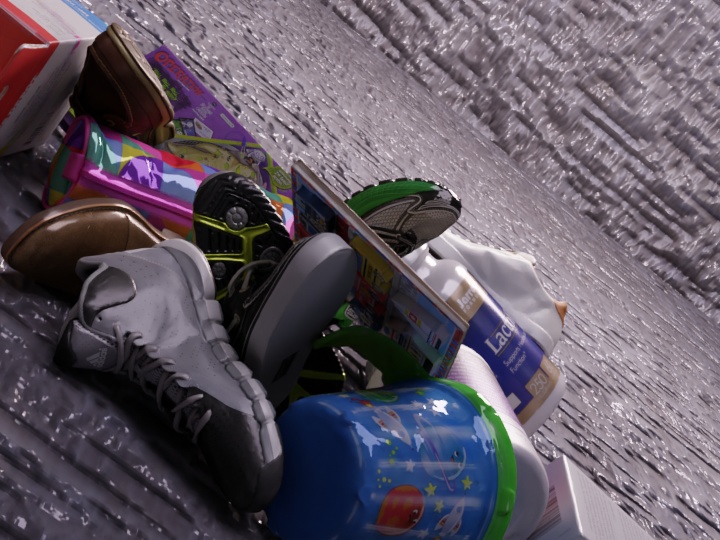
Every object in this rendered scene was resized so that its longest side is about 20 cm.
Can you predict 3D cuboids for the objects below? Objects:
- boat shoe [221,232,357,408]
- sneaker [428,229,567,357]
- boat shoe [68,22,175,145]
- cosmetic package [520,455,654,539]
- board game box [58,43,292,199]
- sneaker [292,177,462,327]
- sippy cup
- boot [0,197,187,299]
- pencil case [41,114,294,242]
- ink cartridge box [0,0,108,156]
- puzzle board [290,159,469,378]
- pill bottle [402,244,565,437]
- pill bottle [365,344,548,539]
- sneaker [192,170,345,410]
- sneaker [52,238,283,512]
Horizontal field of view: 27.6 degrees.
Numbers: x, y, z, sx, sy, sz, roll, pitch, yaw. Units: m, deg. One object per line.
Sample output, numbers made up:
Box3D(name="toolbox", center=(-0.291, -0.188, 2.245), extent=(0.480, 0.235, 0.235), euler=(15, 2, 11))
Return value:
Box3D(name="boat shoe", center=(-0.063, 0.030, 0.968), extent=(0.071, 0.200, 0.064), euler=(-29, 70, -37))
Box3D(name="sneaker", center=(0.107, 0.000, 1.361), extent=(0.200, 0.073, 0.085), euler=(40, 57, -9))
Box3D(name="boat shoe", center=(-0.188, -0.129, 1.137), extent=(0.072, 0.067, 0.200), euler=(57, -9, 7))
Box3D(name="cosmetic package", center=(0.198, 0.246, 1.117), extent=(0.200, 0.071, 0.102), euler=(43, 20, -20))
Box3D(name="board game box", center=(-0.155, -0.097, 1.243), extent=(0.200, 0.120, 0.032), euler=(47, -20, 22))
Box3D(name="sneaker", center=(0.000, 0.000, 1.184), extent=(0.078, 0.200, 0.085), euler=(40, 20, -49))
Box3D(name="sippy cup", center=(0.009, 0.132, 0.939), extent=(0.130, 0.140, 0.178), euler=(11, 23, -47))
Box3D(name="boot", center=(-0.162, 0.005, 1.007), extent=(0.076, 0.074, 0.200), euler=(58, 18, 24))
Box3D(name="pencil case", center=(-0.140, -0.049, 1.123), extent=(0.199, 0.089, 0.088), euler=(20, 22, -23))
Box3D(name="ink cartridge box", center=(-0.265, -0.145, 1.084), extent=(0.067, 0.116, 0.200), euler=(39, 14, 1))
Box3D(name="puzzle board", center=(0.006, 0.011, 0.995), extent=(0.151, 0.017, 0.200), euler=(45, -11, 9))
Box3D(name="pill bottle", center=(0.075, 0.063, 1.282), extent=(0.200, 0.116, 0.116), euler=(47, 13, -7))
Box3D(name="pill bottle", center=(0.064, 0.123, 1.127), extent=(0.111, 0.112, 0.200), euler=(33, 16, -26))
Box3D(name="sneaker", center=(-0.080, 0.017, 1.085), extent=(0.076, 0.075, 0.201), euler=(36, -31, 62))
Box3D(name="sneaker", center=(-0.132, 0.070, 0.915), extent=(0.115, 0.075, 0.200), euler=(-3, 52, -36))
